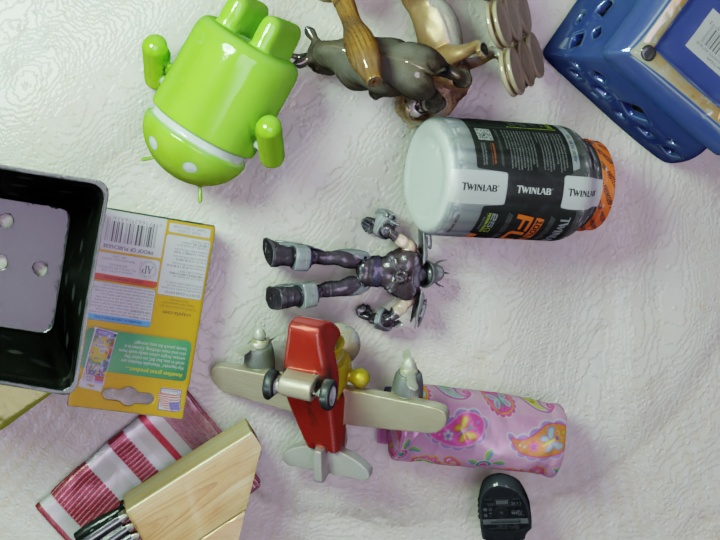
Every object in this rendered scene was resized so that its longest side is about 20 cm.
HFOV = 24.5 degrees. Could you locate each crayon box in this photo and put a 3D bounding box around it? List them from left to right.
[{"bbox_3d":[-0.228,0.042,1.686,0.125,0.052,0.201,9,90,-23],"label":"crayon box"}]

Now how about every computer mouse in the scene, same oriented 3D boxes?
[{"bbox_3d":[0.161,0.304,1.829,0.058,0.034,0.201,-1,118,8],"label":"computer mouse"}]

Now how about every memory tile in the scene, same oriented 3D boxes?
[{"bbox_3d":[0.144,-0.282,1.691,0.017,0.153,0.201,-12,103,20],"label":"memory tile"}]

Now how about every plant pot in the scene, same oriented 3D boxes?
[{"bbox_3d":[-0.353,-0.004,1.595,0.199,0.177,0.201,9,93,-7],"label":"plant pot"},{"bbox_3d":[0.339,-0.239,1.718,0.200,0.180,0.200,38,89,-15],"label":"plant pot"}]

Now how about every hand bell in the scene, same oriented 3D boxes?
[{"bbox_3d":[-0.016,-0.256,1.618,0.104,0.201,0.104,-12,146,-8],"label":"hand bell"}]

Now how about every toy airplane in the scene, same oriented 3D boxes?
[{"bbox_3d":[-0.032,0.123,1.712,0.200,0.199,0.142,34,53,-19],"label":"toy airplane"}]

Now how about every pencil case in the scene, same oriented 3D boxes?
[{"bbox_3d":[0.122,0.173,1.789,0.199,0.087,0.088,6,98,-13],"label":"pencil case"}]

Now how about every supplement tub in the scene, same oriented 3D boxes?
[{"bbox_3d":[0.156,-0.093,1.722,0.199,0.122,0.123,2,99,-23],"label":"supplement tub"}]

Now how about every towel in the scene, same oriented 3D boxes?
[{"bbox_3d":[-0.317,0.076,1.707,0.200,0.018,0.086,-36,104,-5],"label":"towel"},{"bbox_3d":[-0.222,0.235,1.752,0.200,0.023,0.144,-40,104,-4],"label":"towel"}]

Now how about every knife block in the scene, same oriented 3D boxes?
[{"bbox_3d":[-0.207,0.241,1.712,0.175,0.064,0.201,13,96,-13],"label":"knife block"}]

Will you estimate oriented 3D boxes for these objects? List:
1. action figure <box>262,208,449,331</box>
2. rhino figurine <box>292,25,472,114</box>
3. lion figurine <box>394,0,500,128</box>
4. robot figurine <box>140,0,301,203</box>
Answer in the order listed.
[{"bbox_3d":[0.000,0.000,1.742,0.199,0.069,0.131,0,92,-16],"label":"action figure"},{"bbox_3d":[0.007,-0.206,1.663,0.087,0.199,0.060,22,84,-56],"label":"rhino figurine"},{"bbox_3d":[0.078,-0.254,1.714,0.072,0.122,0.201,-3,83,-52],"label":"lion figurine"},{"bbox_3d":[-0.139,-0.172,1.649,0.175,0.116,0.201,35,101,14],"label":"robot figurine"}]
